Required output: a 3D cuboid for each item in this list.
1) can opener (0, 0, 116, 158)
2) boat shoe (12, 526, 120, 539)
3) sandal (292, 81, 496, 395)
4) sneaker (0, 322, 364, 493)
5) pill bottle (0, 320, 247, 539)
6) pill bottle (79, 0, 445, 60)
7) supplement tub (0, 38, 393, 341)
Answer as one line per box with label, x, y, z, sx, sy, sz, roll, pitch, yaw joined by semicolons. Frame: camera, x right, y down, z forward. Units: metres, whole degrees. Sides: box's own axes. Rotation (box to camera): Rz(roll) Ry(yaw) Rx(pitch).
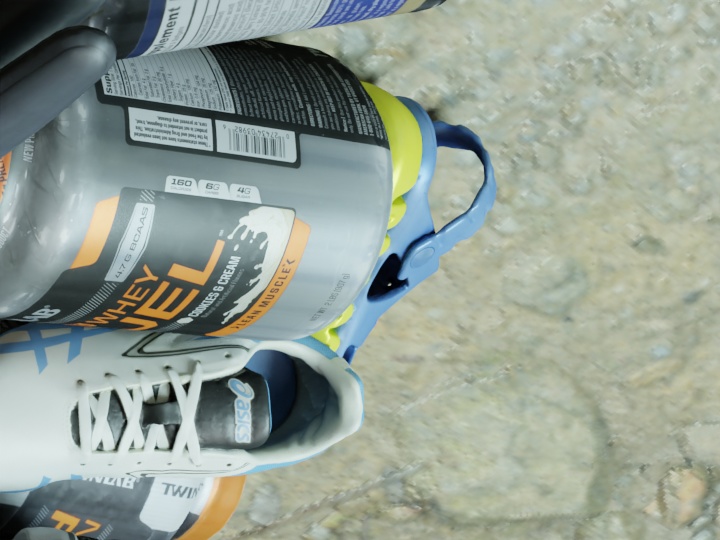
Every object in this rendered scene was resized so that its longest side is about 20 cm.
can opener;-0.155;-0.044;0.985;0.199;0.064;0.078;-21;155;34
boat shoe;-0.131;0.151;1.226;0.056;0.069;0.200;5;164;-17
sandal;0.000;0.000;1.308;0.087;0.080;0.200;-5;142;-37
sneaker;-0.085;0.054;1.200;0.199;0.072;0.072;-5;-175;-39
pill bottle;-0.140;0.074;1.276;0.199;0.107;0.106;15;128;-47
pill bottle;-0.066;-0.135;1.042;0.199;0.112;0.112;-11;143;-24
supplement tub;-0.096;-0.038;1.142;0.199;0.123;0.123;6;134;-40
